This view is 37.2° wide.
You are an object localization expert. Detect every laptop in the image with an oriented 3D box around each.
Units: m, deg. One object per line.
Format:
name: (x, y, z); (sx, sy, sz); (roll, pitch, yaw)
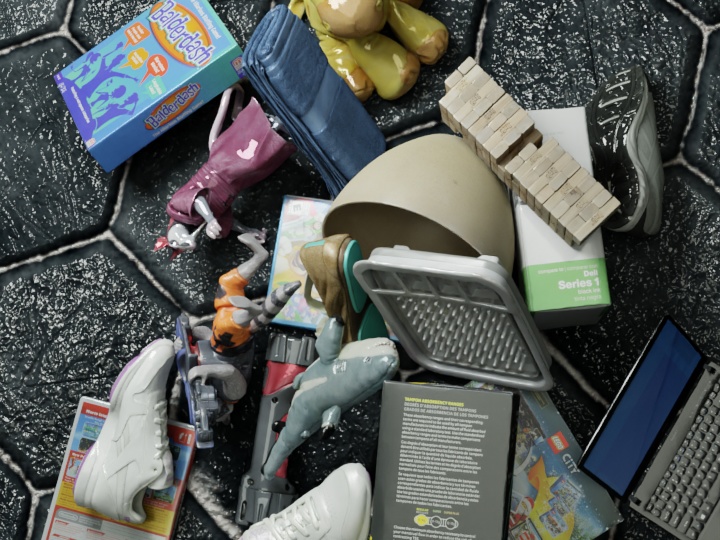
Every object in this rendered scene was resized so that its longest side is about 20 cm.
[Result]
laptop: (0.339, 0.175, 1.068); (0.198, 0.103, 0.179); (32, 85, 11)

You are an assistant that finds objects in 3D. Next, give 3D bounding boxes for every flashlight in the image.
flashlight: (-0.080, 0.171, 1.140); (0.067, 0.068, 0.204); (3, 83, 32)

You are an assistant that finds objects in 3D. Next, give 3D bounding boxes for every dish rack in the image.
dish rack: (0.098, 0.042, 1.046); (0.169, 0.201, 0.044); (7, 57, 33)

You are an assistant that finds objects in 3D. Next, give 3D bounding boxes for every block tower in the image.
block tower: (0.155, -0.109, 1.016); (0.054, 0.058, 0.200); (-42, 75, -1)

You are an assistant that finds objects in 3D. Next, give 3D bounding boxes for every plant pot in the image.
plant pot: (0.075, -0.058, 1.089); (0.197, 0.201, 0.136); (21, 63, 10)

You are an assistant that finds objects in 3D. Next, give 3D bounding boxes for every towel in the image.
towel: (-0.047, -0.174, 1.130); (0.048, 0.201, 0.113); (-19, 35, 32)

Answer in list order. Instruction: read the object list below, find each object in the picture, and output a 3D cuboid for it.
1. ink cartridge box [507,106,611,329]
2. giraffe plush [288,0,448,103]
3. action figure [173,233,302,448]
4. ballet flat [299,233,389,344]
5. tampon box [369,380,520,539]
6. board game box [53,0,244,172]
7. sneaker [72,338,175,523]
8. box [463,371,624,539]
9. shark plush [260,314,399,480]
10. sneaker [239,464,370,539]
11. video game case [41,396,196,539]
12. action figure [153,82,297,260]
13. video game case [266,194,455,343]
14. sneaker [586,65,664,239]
ink cartridge box: (0.199, -0.050, 1.101); (0.083, 0.146, 0.204); (-6, 80, 5)
giraffe plush: (-0.007, -0.295, 1.158); (0.172, 0.162, 0.200); (-42, 79, -2)
action figure: (-0.132, 0.092, 1.109); (0.103, 0.196, 0.202); (7, 37, -22)
ballet flat: (-0.020, 0.043, 1.105); (0.071, 0.202, 0.068); (5, 47, 25)
tampon box: (0.082, 0.212, 1.029); (0.124, 0.150, 0.204); (5, 84, 11)
board game box: (-0.236, -0.222, 1.201); (0.199, 0.045, 0.153); (-35, 50, -1)
sneaker: (-0.226, 0.171, 1.130); (0.098, 0.075, 0.203); (24, 98, 6)
box: (0.163, 0.206, 1.115); (0.135, 0.038, 0.202); (-31, 78, 1)
shark plush: (-0.041, 0.130, 1.059); (0.199, 0.091, 0.084); (-37, 36, 12)
sneaker: (-0.061, 0.269, 1.058); (0.201, 0.099, 0.075); (-54, 38, 21)
video game case: (-0.266, 0.254, 1.166); (0.140, 0.017, 0.204); (13, 82, 9)
action figure: (-0.158, -0.098, 1.157); (0.200, 0.134, 0.149); (-44, 78, -5)
video game case: (0.000, 0.000, 1.180); (0.196, 0.018, 0.146); (8, 80, 7)
sneaker: (0.289, -0.126, 1.150); (0.073, 0.079, 0.204); (-16, 59, 43)
